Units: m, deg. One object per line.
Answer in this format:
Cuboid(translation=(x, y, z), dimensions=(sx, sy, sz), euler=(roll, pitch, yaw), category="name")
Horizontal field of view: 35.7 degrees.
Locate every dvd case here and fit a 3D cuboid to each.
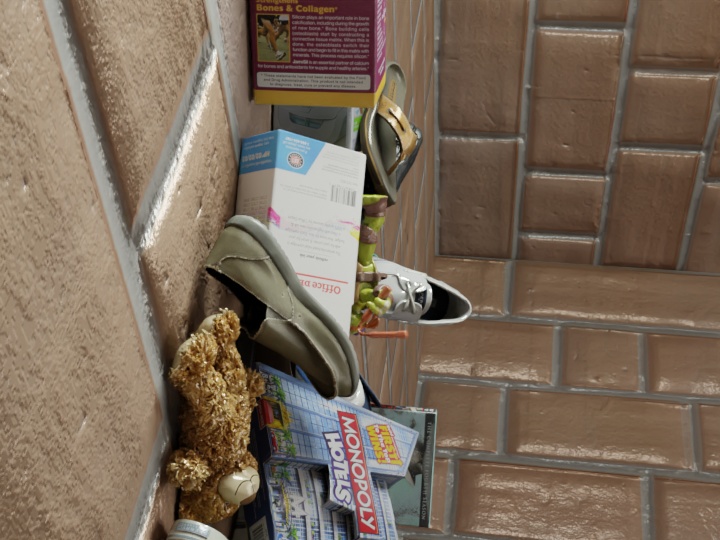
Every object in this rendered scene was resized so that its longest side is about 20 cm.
Cuboid(translation=(-0.010, 0.232, 1.361), dimensions=(0.022, 0.200, 0.146), euler=(-35, 129, -81), category="dvd case")

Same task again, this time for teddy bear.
Cuboid(translation=(-0.123, 0.133, 0.974), dimensions=(0.145, 0.067, 0.200), euler=(-28, 121, -78), category="teddy bear")

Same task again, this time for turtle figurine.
Cuboid(translation=(0.000, 0.000, 1.190), dimensions=(0.200, 0.064, 0.162), euler=(10, -81, 57), category="turtle figurine")

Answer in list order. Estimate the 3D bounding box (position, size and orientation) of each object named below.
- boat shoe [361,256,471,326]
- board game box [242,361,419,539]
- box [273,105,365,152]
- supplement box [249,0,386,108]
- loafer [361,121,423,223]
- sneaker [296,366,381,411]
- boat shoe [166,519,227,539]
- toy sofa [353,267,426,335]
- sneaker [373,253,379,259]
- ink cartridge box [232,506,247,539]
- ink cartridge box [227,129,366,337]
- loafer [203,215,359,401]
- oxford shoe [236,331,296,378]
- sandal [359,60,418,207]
Cuboid(translation=(0.055, 0.026, 1.310), dimensions=(0.200, 0.065, 0.074), euler=(7, 92, -46), category="boat shoe")
Cuboid(translation=(-0.022, 0.205, 1.099), dimensions=(0.062, 0.200, 0.200), euler=(-43, -133, 36), category="board game box")
Cuboid(translation=(-0.035, -0.231, 1.323), dimensions=(0.200, 0.097, 0.177), euler=(-56, 148, -75), category="box")
Cuboid(translation=(-0.041, -0.275, 1.139), dimensions=(0.103, 0.131, 0.200), euler=(-73, 165, -65), category="supplement box")
Cuboid(translation=(0.014, -0.101, 1.351), dimensions=(0.201, 0.068, 0.070), euler=(-55, 172, -34), category="loafer")
Cuboid(translation=(-0.050, 0.109, 1.281), dimensions=(0.200, 0.081, 0.147), euler=(54, -14, 44), category="sneaker")
Cuboid(translation=(-0.139, 0.294, 0.975), dimensions=(0.201, 0.070, 0.072), euler=(80, 26, -47), category="boat shoe")
Cuboid(translation=(0.002, 0.036, 1.458), dimensions=(0.200, 0.083, 0.098), euler=(8, -96, 68), category="toy sofa")
Cuboid(translation=(-0.034, -0.010, 1.351), dimensions=(0.200, 0.121, 0.084), euler=(-72, 164, -62), category="sneaker")
Cuboid(translation=(-0.088, 0.302, 1.247), dimensions=(0.147, 0.083, 0.200), euler=(86, 10, -49), category="ink cartridge box")
Cuboid(translation=(-0.065, -0.028, 1.118), dimensions=(0.115, 0.068, 0.200), euler=(12, 80, -39), category="ink cartridge box")
Cuboid(translation=(-0.076, 0.046, 1.020), dimensions=(0.070, 0.075, 0.200), euler=(-43, 105, -27), category="loafer")
Cuboid(translation=(-0.079, 0.044, 1.197), dimensions=(0.073, 0.084, 0.200), euler=(73, 20, -65), category="oxford shoe")
Cuboid(translation=(0.041, -0.166, 1.302), dimensions=(0.082, 0.055, 0.200), euler=(56, 34, -45), category="sandal")
